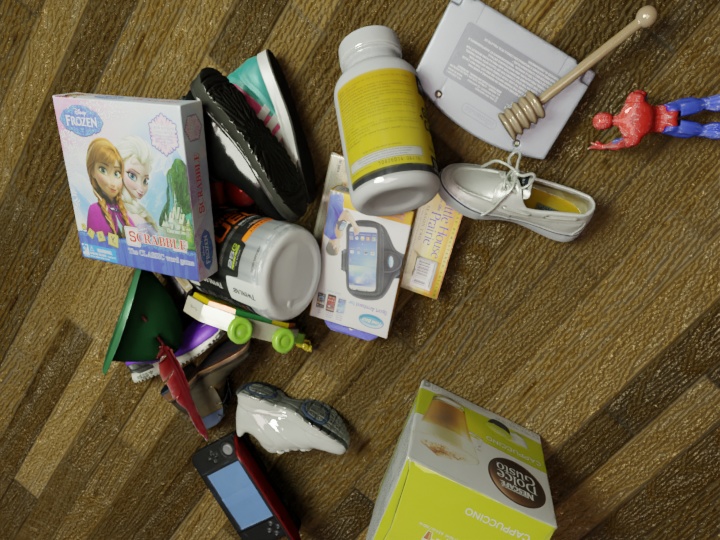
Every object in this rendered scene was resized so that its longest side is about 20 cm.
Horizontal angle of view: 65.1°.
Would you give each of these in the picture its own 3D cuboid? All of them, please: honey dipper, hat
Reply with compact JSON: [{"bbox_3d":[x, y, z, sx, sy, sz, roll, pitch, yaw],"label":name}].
[{"bbox_3d":[0.249,-0.226,0.645,0.197,0.038,0.038,-36,96,18],"label":"honey dipper"},{"bbox_3d":[-0.261,0.094,0.814,0.171,0.168,0.203,20,120,-22],"label":"hat"}]

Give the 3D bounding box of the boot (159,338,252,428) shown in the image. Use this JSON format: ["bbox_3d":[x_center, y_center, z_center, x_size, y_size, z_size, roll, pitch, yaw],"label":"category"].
[{"bbox_3d":[-0.220,0.179,0.891,0.197,0.075,0.098,-30,108,27],"label":"boot"}]

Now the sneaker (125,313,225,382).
[{"bbox_3d":[-0.302,0.097,0.880,0.195,0.070,0.102,-24,97,17],"label":"sneaker"}]

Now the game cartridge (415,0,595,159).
[{"bbox_3d":[0.169,-0.233,0.698,0.196,0.041,0.136,32,106,2],"label":"game cartridge"}]

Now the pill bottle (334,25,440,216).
[{"bbox_3d":[0.027,-0.179,0.679,0.108,0.112,0.208,-13,77,16],"label":"pill bottle"}]

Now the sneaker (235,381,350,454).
[{"bbox_3d":[-0.107,0.243,0.874,0.194,0.074,0.090,17,103,17],"label":"sneaker"}]

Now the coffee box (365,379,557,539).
[{"bbox_3d":[0.129,0.320,0.775,0.194,0.198,0.206,22,110,5],"label":"coffee box"}]

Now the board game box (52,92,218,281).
[{"bbox_3d":[-0.271,-0.103,0.683,0.193,0.041,0.207,9,114,22],"label":"board game box"}]

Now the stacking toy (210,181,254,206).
[{"bbox_3d":[-0.235,-0.124,0.805,0.192,0.086,0.089,5,107,4],"label":"stacking toy"}]

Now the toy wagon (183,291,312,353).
[{"bbox_3d":[-0.149,0.076,0.803,0.196,0.153,0.041,19,88,-38],"label":"toy wagon"}]

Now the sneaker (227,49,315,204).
[{"bbox_3d":[-0.139,-0.174,0.757,0.117,0.084,0.207,-17,94,12],"label":"sneaker"}]

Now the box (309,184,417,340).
[{"bbox_3d":[0.000,0.000,0.767,0.115,0.041,0.207,14,107,10],"label":"box"}]

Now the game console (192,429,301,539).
[{"bbox_3d":[-0.185,0.376,0.906,0.169,0.119,0.204,-29,97,18],"label":"game console"}]

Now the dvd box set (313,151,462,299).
[{"bbox_3d":[0.036,-0.063,0.777,0.193,0.029,0.151,18,109,8],"label":"dvd box set"}]

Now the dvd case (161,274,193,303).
[{"bbox_3d":[-0.310,-0.043,0.815,0.016,0.148,0.202,-39,95,-20],"label":"dvd case"}]

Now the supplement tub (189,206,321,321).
[{"bbox_3d":[-0.158,-0.016,0.762,0.195,0.121,0.127,15,111,34],"label":"supplement tub"}]

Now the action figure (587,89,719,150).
[{"bbox_3d":[0.351,-0.177,0.663,0.192,0.099,0.068,-4,103,-10],"label":"action figure"}]

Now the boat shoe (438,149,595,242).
[{"bbox_3d":[0.192,-0.098,0.690,0.196,0.087,0.076,21,66,4],"label":"boat shoe"}]

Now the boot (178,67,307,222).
[{"bbox_3d":[-0.173,-0.119,0.705,0.156,0.079,0.214,-35,93,29],"label":"boot"}]
